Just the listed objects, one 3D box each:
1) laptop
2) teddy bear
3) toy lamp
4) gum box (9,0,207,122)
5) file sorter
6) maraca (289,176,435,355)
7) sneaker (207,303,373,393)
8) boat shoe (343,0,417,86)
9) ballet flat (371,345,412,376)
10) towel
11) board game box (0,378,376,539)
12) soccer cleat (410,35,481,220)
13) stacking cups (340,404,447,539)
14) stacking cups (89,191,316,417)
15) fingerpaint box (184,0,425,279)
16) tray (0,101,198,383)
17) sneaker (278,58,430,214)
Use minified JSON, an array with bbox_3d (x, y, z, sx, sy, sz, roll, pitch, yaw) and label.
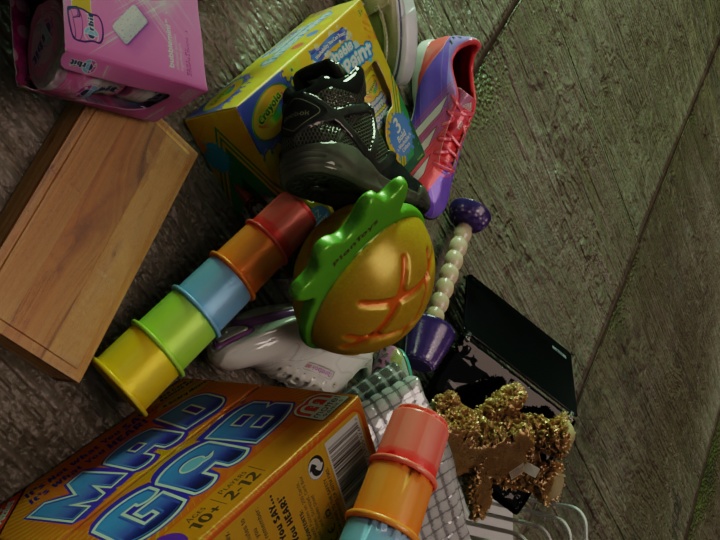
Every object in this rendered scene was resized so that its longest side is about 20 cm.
[{"bbox_3d":[0.152,0.138,0.993,0.176,0.103,0.202,36,84,-13],"label":"laptop"},{"bbox_3d":[0.145,0.190,0.915,0.196,0.067,0.148,-5,103,-20],"label":"teddy bear"},{"bbox_3d":[0.095,0.017,0.949,0.058,0.057,0.203,46,57,-38],"label":"toy lamp"},{"bbox_3d":[-0.177,-0.208,0.593,0.112,0.065,0.204,5,72,-50],"label":"gum box"},{"bbox_3d":[0.163,0.342,0.967,0.198,0.123,0.142,2,88,-50],"label":"file sorter"},{"bbox_3d":[0.000,0.000,0.659,0.138,0.107,0.200,-48,163,-10],"label":"maraca"},{"bbox_3d":[-0.049,0.076,0.761,0.198,0.074,0.102,-7,93,-49],"label":"sneaker"},{"bbox_3d":[0.009,-0.285,0.861,0.061,0.072,0.204,-13,96,-24],"label":"boat shoe"},{"bbox_3d":[0.022,0.180,0.858,0.070,0.069,0.205,-7,95,-30],"label":"ballet flat"},{"bbox_3d":[0.008,0.210,0.782,0.164,0.085,0.203,-29,111,-21],"label":"towel"},{"bbox_3d":[-0.103,0.218,0.597,0.199,0.197,0.204,-34,115,-44],"label":"board game box"},{"bbox_3d":[0.091,-0.158,0.936,0.068,0.072,0.205,13,78,-48],"label":"soccer cleat"},{"bbox_3d":[0.006,0.177,0.522,0.061,0.060,0.203,46,54,-38],"label":"stacking cups"},{"bbox_3d":[-0.116,0.016,0.658,0.200,0.060,0.061,-49,125,-21],"label":"stacking cups"},{"bbox_3d":[-0.039,-0.121,0.780,0.200,0.072,0.169,-50,124,-38],"label":"fingerpaint box"},{"bbox_3d":[-0.199,-0.034,0.617,0.099,0.037,0.203,44,56,-40],"label":"tray"},{"bbox_3d":[0.000,-0.105,0.710,0.198,0.075,0.117,18,65,-56],"label":"sneaker"}]
